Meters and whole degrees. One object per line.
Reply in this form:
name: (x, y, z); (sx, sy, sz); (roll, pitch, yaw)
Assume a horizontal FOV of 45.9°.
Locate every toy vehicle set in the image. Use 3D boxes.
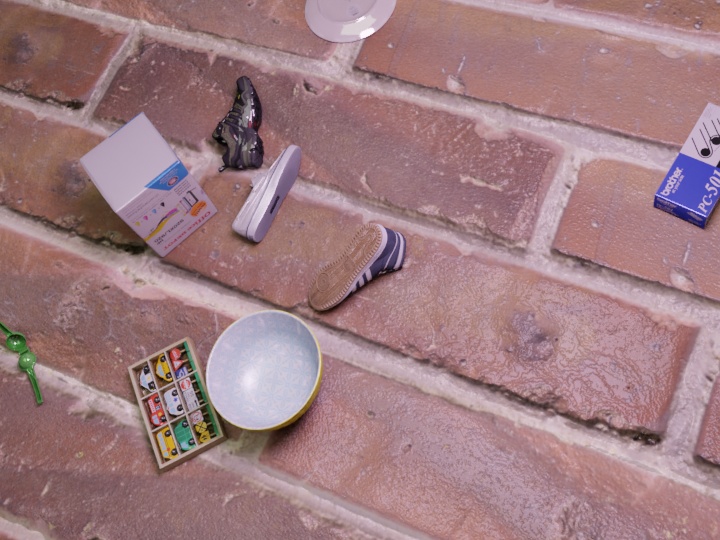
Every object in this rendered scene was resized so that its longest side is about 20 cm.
toy vehicle set: (-0.320, 0.231, 1.483); (0.123, 0.027, 0.202); (-27, 64, 1)

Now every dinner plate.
dinner plate: (-0.023, -0.559, 1.754); (0.197, 0.024, 0.203); (-5, 67, 12)

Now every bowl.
bowl: (-0.147, 0.178, 1.418); (0.197, 0.108, 0.203); (-5, 66, 12)

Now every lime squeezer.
lime squeezer: (-0.629, 0.153, 1.576); (0.037, 0.071, 0.202); (-30, 93, -18)

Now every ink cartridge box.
ink cartridge box: (-0.386, -0.153, 1.569); (0.147, 0.200, 0.145); (-39, 66, -5)
ink cartridge box: (0.581, -0.178, 1.427); (0.093, 0.044, 0.201); (28, 76, 24)

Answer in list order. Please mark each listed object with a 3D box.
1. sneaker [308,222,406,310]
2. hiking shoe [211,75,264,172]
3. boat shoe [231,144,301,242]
sneaker: (0.000, 0.000, 1.489); (0.200, 0.108, 0.071); (-47, 63, 25)
hiking shoe: (-0.246, -0.291, 1.663); (0.099, 0.076, 0.203); (-8, 66, 6)
boat shoe: (-0.177, -0.153, 1.588); (0.065, 0.074, 0.202); (22, 73, 17)
